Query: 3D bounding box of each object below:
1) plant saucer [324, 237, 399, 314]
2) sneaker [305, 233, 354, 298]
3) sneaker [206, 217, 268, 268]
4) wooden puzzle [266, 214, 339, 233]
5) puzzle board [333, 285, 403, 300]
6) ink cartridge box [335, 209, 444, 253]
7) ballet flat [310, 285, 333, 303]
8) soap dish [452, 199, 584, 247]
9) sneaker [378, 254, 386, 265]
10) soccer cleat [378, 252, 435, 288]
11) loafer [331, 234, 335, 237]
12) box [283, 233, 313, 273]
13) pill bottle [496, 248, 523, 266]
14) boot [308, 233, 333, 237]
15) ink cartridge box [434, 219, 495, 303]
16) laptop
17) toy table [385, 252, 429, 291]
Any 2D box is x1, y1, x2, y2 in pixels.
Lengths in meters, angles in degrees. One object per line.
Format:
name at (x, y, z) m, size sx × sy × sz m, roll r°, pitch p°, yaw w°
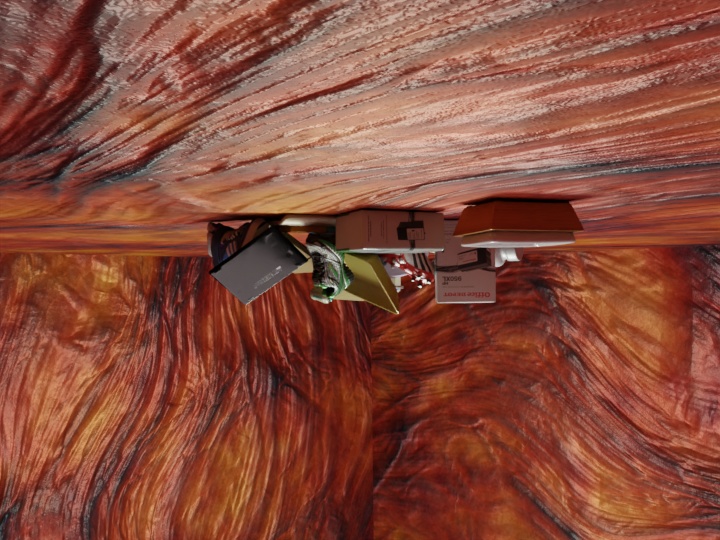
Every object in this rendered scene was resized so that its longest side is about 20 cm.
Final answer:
plant saucer at (0.000, 0.000, 1.640) m, size 0.199 × 0.049 × 0.200 m, roll 22°, pitch 155°, yaw 41°
sneaker at (-0.077, -0.007, 1.569) m, size 0.078 × 0.085 × 0.201 m, roll 23°, pitch 154°, yaw 37°
sneaker at (-0.301, -0.079, 1.601) m, size 0.081 × 0.146 × 0.201 m, roll -44°, pitch 166°, yaw -42°
wooden puzzle at (-0.123, -0.100, 1.593) m, size 0.184 × 0.038 × 0.200 m, roll 0°, pitch 178°, yaw -25°
puzzle board at (0.003, 0.054, 1.889) m, size 0.150 × 0.018 × 0.199 m, roll -19°, pitch 165°, yaw 35°
ink cartridge box at (0.064, -0.081, 1.489) m, size 0.198 × 0.084 × 0.146 m, roll 0°, pitch 178°, yaw -26°
ballet flat at (-0.081, 0.021, 1.783) m, size 0.062 × 0.068 × 0.200 m, roll 5°, pitch -157°, yaw 12°
soap dish at (0.301, -0.088, 1.331) m, size 0.198 × 0.082 × 0.157 m, roll 0°, pitch 178°, yaw -18°
sneaker at (0.060, -0.063, 1.703) m, size 0.076 × 0.112 × 0.200 m, roll 0°, pitch 178°, yaw -26°
soccer cleat at (0.108, -0.040, 1.642) m, size 0.200 × 0.086 × 0.068 m, roll 37°, pitch 139°, yaw -27°
loafer at (-0.022, -0.084, 1.685) m, size 0.073 × 0.072 × 0.200 m, roll -42°, pitch -179°, yaw -30°
box at (-0.195, -0.054, 1.779) m, size 0.200 × 0.021 × 0.163 m, roll 37°, pitch 156°, yaw -32°
pill bottle at (0.317, -0.064, 1.800) m, size 0.199 × 0.112 × 0.111 m, roll -2°, pitch 178°, yaw 29°
boot at (-0.047, -0.069, 1.853) m, size 0.198 × 0.091 × 0.073 m, roll 0°, pitch 179°, yaw -25°
ink cartridge box at (0.254, -0.020, 1.683) m, size 0.143 × 0.202 × 0.084 m, roll -1°, pitch 179°, yaw 4°
laptop at (-0.218, -0.020, 1.598) m, size 0.187 × 0.116 × 0.200 m, roll -34°, pitch 128°, yaw 12°
toy table at (0.085, -0.036, 1.953) m, size 0.198 × 0.185 × 0.117 m, roll -5°, pitch 166°, yaw -23°
